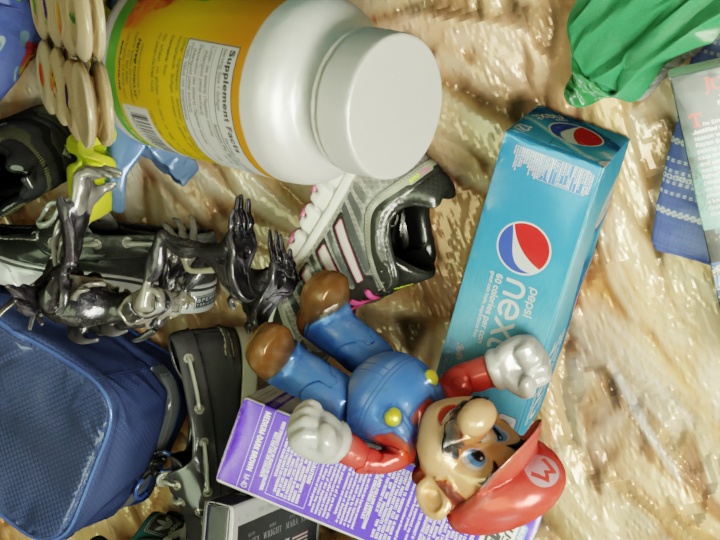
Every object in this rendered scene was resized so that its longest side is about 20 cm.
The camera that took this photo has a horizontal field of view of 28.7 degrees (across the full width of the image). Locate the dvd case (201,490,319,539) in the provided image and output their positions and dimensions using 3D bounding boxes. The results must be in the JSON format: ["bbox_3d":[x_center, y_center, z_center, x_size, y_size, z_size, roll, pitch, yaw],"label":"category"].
[{"bbox_3d":[-0.069,0.241,0.934,0.025,0.150,0.201,6,93,20],"label":"dvd case"}]

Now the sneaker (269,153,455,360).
[{"bbox_3d":[0.000,0.000,0.910,0.087,0.074,0.200,32,115,18],"label":"sneaker"}]

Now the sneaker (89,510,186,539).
[{"bbox_3d":[-0.130,0.218,1.059,0.200,0.071,0.080,-20,97,26],"label":"sneaker"}]

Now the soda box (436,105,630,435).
[{"bbox_3d":[0.101,0.006,0.868,0.064,0.068,0.200,23,117,15],"label":"soda box"}]

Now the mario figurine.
[{"bbox_3d":[0.033,0.071,0.816,0.200,0.106,0.124,33,95,20],"label":"mario figurine"}]

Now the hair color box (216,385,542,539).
[{"bbox_3d":[0.019,0.136,0.915,0.200,0.109,0.065,22,97,9],"label":"hair color box"}]

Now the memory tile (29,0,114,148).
[{"bbox_3d":[-0.182,-0.159,0.859,0.200,0.017,0.154,-148,52,-64],"label":"memory tile"}]

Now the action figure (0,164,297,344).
[{"bbox_3d":[-0.142,-0.005,0.899,0.200,0.119,0.102,-5,71,26],"label":"action figure"}]

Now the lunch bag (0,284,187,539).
[{"bbox_3d":[-0.219,0.096,1.021,0.200,0.132,0.136,31,107,15],"label":"lunch bag"}]

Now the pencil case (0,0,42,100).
[{"bbox_3d":[-0.293,-0.117,0.938,0.087,0.200,0.078,42,153,-20],"label":"pencil case"}]

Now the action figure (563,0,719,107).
[{"bbox_3d":[0.173,-0.156,0.771,0.118,0.055,0.200,59,136,16],"label":"action figure"}]

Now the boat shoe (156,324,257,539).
[{"bbox_3d":[-0.115,0.137,0.987,0.073,0.063,0.201,-174,90,-67],"label":"boat shoe"}]

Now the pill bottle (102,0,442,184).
[{"bbox_3d":[-0.054,-0.113,0.837,0.200,0.111,0.111,17,117,39],"label":"pill bottle"}]

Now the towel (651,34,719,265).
[{"bbox_3d":[0.252,-0.083,0.793,0.145,0.024,0.200,18,114,21],"label":"towel"}]

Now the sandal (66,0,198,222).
[{"bbox_3d":[-0.149,-0.131,0.940,0.087,0.079,0.201,1,104,-18],"label":"sandal"}]

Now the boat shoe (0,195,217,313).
[{"bbox_3d":[-0.196,-0.020,0.998,0.199,0.074,0.068,11,107,19],"label":"boat shoe"}]

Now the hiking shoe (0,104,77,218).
[{"bbox_3d":[-0.290,-0.069,1.004,0.200,0.101,0.076,-13,108,29],"label":"hiking shoe"}]

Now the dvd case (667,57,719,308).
[{"bbox_3d":[0.260,-0.030,0.770,0.146,0.022,0.200,-12,109,17],"label":"dvd case"}]
